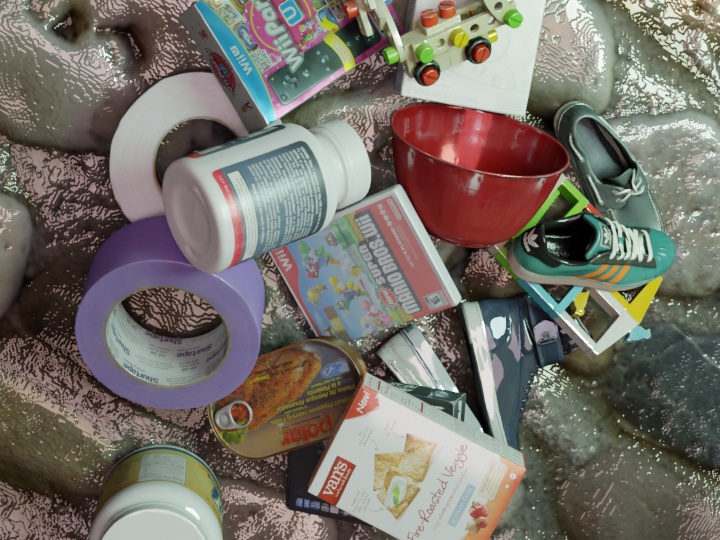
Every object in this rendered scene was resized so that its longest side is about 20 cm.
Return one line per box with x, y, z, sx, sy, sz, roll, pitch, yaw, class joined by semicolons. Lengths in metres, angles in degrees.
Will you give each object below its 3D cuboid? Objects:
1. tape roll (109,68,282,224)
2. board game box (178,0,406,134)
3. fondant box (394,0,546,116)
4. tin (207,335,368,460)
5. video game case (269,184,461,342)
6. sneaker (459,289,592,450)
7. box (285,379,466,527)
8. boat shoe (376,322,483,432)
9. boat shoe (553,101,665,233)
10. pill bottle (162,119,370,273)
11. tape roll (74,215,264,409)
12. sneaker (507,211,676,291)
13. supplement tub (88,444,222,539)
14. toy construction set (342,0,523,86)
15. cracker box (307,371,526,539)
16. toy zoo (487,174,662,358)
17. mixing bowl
-0.174;-0.118;1.584;0.197;0.066;0.203;-1;100;-6;tape roll
-0.070;-0.260;1.533;0.199;0.064;0.148;-37;101;-21;board game box
0.125;-0.281;1.588;0.142;0.058;0.203;8;98;-7;fondant box
-0.079;0.143;1.615;0.198;0.042;0.113;-19;86;24;tin
0.000;0.000;1.585;0.199;0.017;0.144;-20;105;39;video game case
0.201;0.122;1.659;0.144;0.077;0.205;-12;103;-4;sneaker
0.016;0.205;1.628;0.198;0.043;0.163;8;101;22;box
0.081;0.166;1.656;0.086;0.075;0.203;-32;98;1;boat shoe
0.286;-0.100;1.633;0.072;0.062;0.201;-33;102;-1;boat shoe
-0.092;-0.084;1.487;0.198;0.119;0.121;-22;103;-31;pill bottle
-0.204;0.048;1.562;0.197;0.085;0.202;1;126;1;tape roll
0.265;-0.023;1.578;0.197;0.080;0.072;-2;71;-18;sneaker
-0.222;0.286;1.583;0.143;0.200;0.147;-1;101;-5;supplement tub
0.083;-0.273;1.504;0.197;0.093;0.132;-15;131;1;toy construction set
0.060;0.216;1.544;0.198;0.058;0.135;27;101;-1;cracker box
0.253;0.005;1.623;0.200;0.020;0.131;45;66;-1;toy zoo
0.117;-0.095;1.564;0.197;0.201;0.110;10;115;-7;mixing bowl
